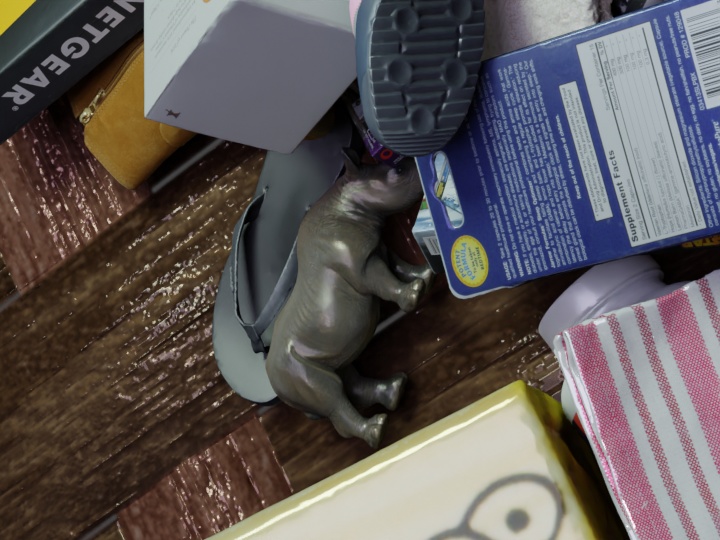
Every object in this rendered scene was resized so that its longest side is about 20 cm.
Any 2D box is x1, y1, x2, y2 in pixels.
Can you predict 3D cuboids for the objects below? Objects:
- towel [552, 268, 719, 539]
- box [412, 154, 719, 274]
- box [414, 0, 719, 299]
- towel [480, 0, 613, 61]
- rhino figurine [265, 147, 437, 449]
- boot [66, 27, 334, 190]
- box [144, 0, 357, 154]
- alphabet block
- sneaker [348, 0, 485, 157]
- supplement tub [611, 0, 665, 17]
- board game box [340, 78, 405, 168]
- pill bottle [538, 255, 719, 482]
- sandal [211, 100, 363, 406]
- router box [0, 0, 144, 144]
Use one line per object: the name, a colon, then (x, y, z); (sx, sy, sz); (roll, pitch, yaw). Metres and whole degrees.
towel: (0.214, 0.062, 1.000); (0.198, 0.030, 0.147); (-22, 71, 1)
box: (0.139, -0.067, 1.100); (0.198, 0.040, 0.138); (-5, 47, 28)
box: (0.124, -0.065, 1.017); (0.199, 0.032, 0.122); (-15, 91, 29)
towel: (0.075, -0.203, 1.060); (0.132, 0.034, 0.202); (3, 102, 41)
rhino figurine: (0.000, 0.000, 1.192); (0.087, 0.060, 0.202); (16, 94, 10)
boot: (-0.108, -0.104, 1.254); (0.144, 0.070, 0.201); (-54, 55, 22)
box: (-0.060, -0.191, 1.132); (0.124, 0.097, 0.202); (-44, 41, 49)
alphabet block: (0.056, 0.195, 1.067); (0.199, 0.196, 0.197); (-26, 78, 9)
sneaker: (0.021, -0.156, 1.040); (0.082, 0.070, 0.202); (167, 107, -65)
supplement tub: (0.138, -0.237, 1.101); (0.123, 0.122, 0.200); (-44, 70, 19)
board game box: (0.018, -0.174, 1.184); (0.120, 0.032, 0.201); (-39, 54, 17)
pill bottle: (0.187, 0.086, 1.071); (0.112, 0.112, 0.200); (-45, 70, 19)
sandal: (-0.055, -0.015, 1.238); (0.076, 0.043, 0.202); (15, 95, 27)
router box: (-0.198, -0.195, 1.280); (0.199, 0.051, 0.150); (-36, 48, 23)
